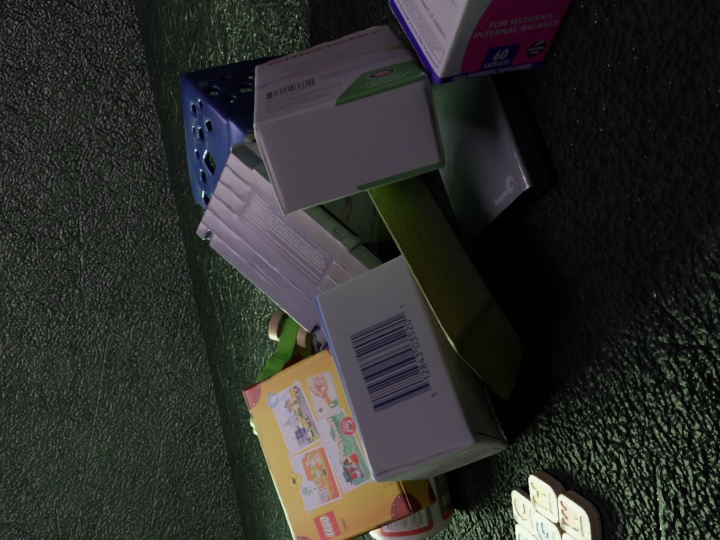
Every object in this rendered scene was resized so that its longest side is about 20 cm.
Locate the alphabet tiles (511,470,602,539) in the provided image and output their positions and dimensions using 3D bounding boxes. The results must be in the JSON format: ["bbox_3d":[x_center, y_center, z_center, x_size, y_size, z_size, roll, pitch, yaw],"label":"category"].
[{"bbox_3d":[0.203,0.301,0.772,0.195,0.014,0.202,-156,55,-67],"label":"alphabet tiles"}]

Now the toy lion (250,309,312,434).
[{"bbox_3d":[-0.109,0.168,1.243,0.200,0.068,0.194,36,-112,-72],"label":"toy lion"}]

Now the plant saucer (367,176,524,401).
[{"bbox_3d":[0.087,0.006,0.745,0.201,0.048,0.200,63,-170,29],"label":"plant saucer"}]

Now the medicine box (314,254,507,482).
[{"bbox_3d":[0.056,0.107,0.801,0.184,0.102,0.200,70,-169,19],"label":"medicine box"}]

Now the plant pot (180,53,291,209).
[{"bbox_3d":[-0.122,-0.169,1.113,0.180,0.198,0.202,45,143,46],"label":"plant pot"}]

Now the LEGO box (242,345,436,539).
[{"bbox_3d":[-0.026,0.195,0.895,0.077,0.148,0.202,9,-124,-64],"label":"LEGO box"}]

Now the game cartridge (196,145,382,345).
[{"bbox_3d":[-0.080,-0.028,0.863,0.200,0.038,0.130,41,124,9],"label":"game cartridge"}]

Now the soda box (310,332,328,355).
[{"bbox_3d":[-0.028,0.124,1.085,0.071,0.063,0.202,37,-126,-61],"label":"soda box"}]

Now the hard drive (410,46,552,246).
[{"bbox_3d":[0.102,-0.139,0.739,0.140,0.033,0.202,128,126,-66],"label":"hard drive"}]

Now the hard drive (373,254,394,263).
[{"bbox_3d":[0.000,0.000,0.976,0.200,0.134,0.043,-172,90,-67],"label":"hard drive"}]

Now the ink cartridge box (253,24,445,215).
[{"bbox_3d":[-0.017,-0.144,0.719,0.201,0.144,0.088,-104,-3,-60],"label":"ink cartridge box"}]

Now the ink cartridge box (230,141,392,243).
[{"bbox_3d":[-0.045,-0.089,0.913,0.067,0.198,0.118,-129,37,-54],"label":"ink cartridge box"}]

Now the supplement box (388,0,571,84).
[{"bbox_3d":[0.101,-0.246,0.570,0.201,0.100,0.104,106,145,-55],"label":"supplement box"}]

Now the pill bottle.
[{"bbox_3d":[0.045,0.228,1.015,0.114,0.113,0.202,180,78,-70],"label":"pill bottle"}]
